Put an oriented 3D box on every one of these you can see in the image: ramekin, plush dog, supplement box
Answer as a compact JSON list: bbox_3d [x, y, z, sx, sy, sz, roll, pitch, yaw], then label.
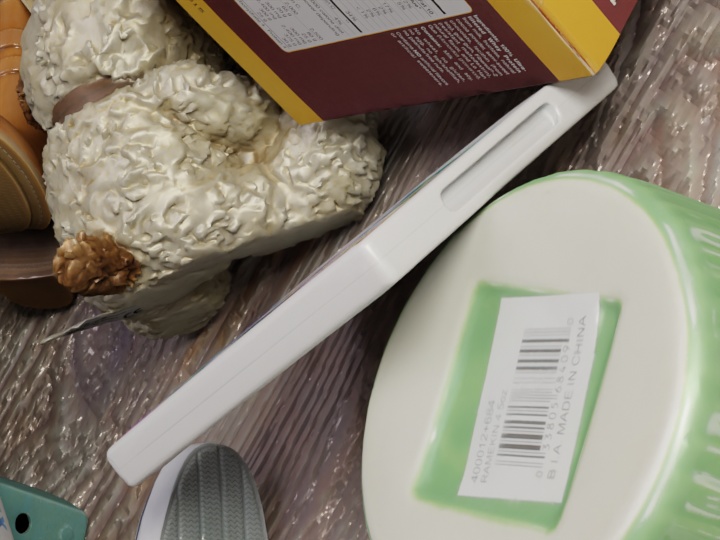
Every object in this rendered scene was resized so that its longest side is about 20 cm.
[{"bbox_3d":[0.090,0.060,0.795,0.199,0.097,0.201,-29,50,42],"label":"ramekin"},{"bbox_3d":[-0.112,-0.072,1.048,0.200,0.160,0.173,-34,71,40],"label":"plush dog"},{"bbox_3d":[0.036,-0.188,0.923,0.199,0.133,0.198,-3,50,52],"label":"supplement box"}]

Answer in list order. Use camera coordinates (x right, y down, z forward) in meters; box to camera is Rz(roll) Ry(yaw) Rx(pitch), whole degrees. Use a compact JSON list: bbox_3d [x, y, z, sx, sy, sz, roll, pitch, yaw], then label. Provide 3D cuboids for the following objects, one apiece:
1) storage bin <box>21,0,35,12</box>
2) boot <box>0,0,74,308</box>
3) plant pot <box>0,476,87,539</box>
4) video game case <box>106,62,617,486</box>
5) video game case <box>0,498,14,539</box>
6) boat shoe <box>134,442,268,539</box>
[{"bbox_3d":[-0.102,-0.214,1.201,0.201,0.093,0.199,-58,37,13],"label":"storage bin"},{"bbox_3d":[-0.188,-0.086,1.188,0.076,0.200,0.156,-4,66,12],"label":"boot"},{"bbox_3d":[-0.252,0.163,1.163,0.199,0.141,0.142,-3,69,42],"label":"plant pot"},{"bbox_3d":[0.000,0.000,0.895,0.200,0.024,0.182,-39,2,45],"label":"video game case"},{"bbox_3d":[-0.271,0.133,1.093,0.199,0.022,0.183,-36,56,16],"label":"video game case"},{"bbox_3d":[-0.091,0.180,0.991,0.067,0.073,0.202,-19,58,44],"label":"boat shoe"}]
